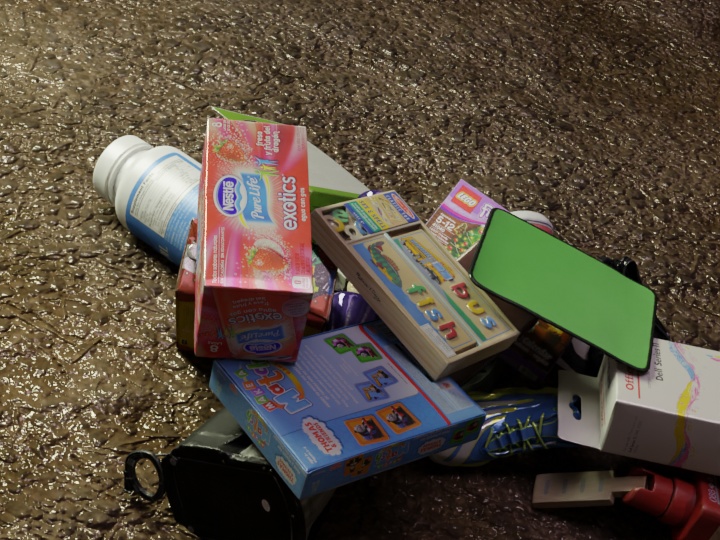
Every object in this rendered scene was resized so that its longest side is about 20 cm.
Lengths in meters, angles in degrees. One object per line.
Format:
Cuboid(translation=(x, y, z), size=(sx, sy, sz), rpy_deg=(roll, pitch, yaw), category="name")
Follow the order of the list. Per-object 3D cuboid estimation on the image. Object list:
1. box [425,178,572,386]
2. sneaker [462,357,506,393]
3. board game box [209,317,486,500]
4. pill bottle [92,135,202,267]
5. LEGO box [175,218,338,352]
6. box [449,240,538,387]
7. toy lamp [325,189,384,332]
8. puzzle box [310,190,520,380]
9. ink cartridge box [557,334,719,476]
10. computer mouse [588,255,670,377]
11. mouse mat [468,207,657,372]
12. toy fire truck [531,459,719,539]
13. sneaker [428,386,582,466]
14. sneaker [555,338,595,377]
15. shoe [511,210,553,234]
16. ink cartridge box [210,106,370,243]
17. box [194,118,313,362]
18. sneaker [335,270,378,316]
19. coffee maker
Cuboid(translation=(0.149, 0.010, 1.434), size=(0.199, 0.039, 0.137), rpy_deg=(35, 64, 8), category="box")
Cuboid(translation=(0.137, 0.080, 1.459), size=(0.066, 0.091, 0.200), rpy_deg=(26, 37, 18), category="sneaker")
Cuboid(translation=(-0.011, 0.115, 1.176), size=(0.199, 0.037, 0.151), rpy_deg=(-11, 42, -37), category="board game box")
Cuboid(translation=(-0.210, -0.074, 1.529), size=(0.199, 0.113, 0.112), rpy_deg=(34, 39, 25), category="pill bottle")
Cuboid(translation=(-0.107, 0.032, 1.341), size=(0.148, 0.200, 0.078), rpy_deg=(12, 70, -4), category="LEGO box")
Cuboid(translation=(0.076, 0.073, 1.351), size=(0.200, 0.075, 0.100), rpy_deg=(-39, 80, -3), category="box")
Cuboid(translation=(0.000, 0.000, 1.445), size=(0.058, 0.058, 0.201), rpy_deg=(13, 51, -1), category="toy lamp")
Cuboid(translation=(0.051, 0.009, 1.270), size=(0.200, 0.025, 0.133), rpy_deg=(49, 34, 18), category="puzzle box")
Cuboid(translation=(0.296, 0.127, 1.301), size=(0.198, 0.068, 0.117), rpy_deg=(11, 35, 1), category="ink cartridge box")
Cuboid(translation=(0.301, 0.053, 1.513), size=(0.200, 0.046, 0.141), rpy_deg=(-31, 93, -56), category="computer mouse")
Cuboid(translation=(0.206, 0.016, 1.332), size=(0.199, 0.008, 0.161), rpy_deg=(29, 33, -1), category="mouse mat")
Cuboid(translation=(0.289, 0.201, 1.345), size=(0.199, 0.129, 0.177), rpy_deg=(22, 34, -7), category="toy fire truck")
Cuboid(translation=(0.163, 0.152, 1.349), size=(0.199, 0.076, 0.105), rpy_deg=(-10, -2, -32), category="sneaker")
Cuboid(translation=(0.240, 0.048, 1.534), size=(0.074, 0.080, 0.201), rpy_deg=(33, 25, -34), category="sneaker")
Cuboid(translation=(0.163, -0.010, 1.615), size=(0.199, 0.072, 0.091), rpy_deg=(-11, 43, -24), category="shoe")
Cuboid(translation=(-0.089, -0.110, 1.613), size=(0.200, 0.076, 0.147), rpy_deg=(41, 21, 33), category="ink cartridge box")
Cuboid(translation=(-0.097, -0.029, 1.187), size=(0.094, 0.103, 0.201), rpy_deg=(4, 50, -10), category="box")
Cuboid(translation=(0.014, 0.007, 1.530), size=(0.198, 0.075, 0.089), rpy_deg=(8, 36, -9), category="sneaker")
Cuboid(translation=(-0.084, 0.153, 1.243), size=(0.191, 0.136, 0.200), rpy_deg=(26, 36, 17), category="coffee maker")
